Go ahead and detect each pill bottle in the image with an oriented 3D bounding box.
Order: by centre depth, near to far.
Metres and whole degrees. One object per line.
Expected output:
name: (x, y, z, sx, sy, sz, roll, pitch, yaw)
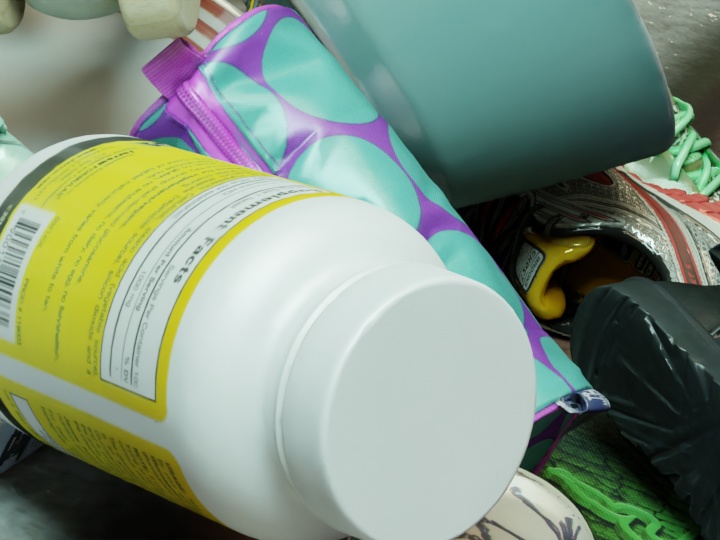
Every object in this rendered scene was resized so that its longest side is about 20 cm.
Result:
pill bottle: (-0.038, 0.024, 0.904, 0.112, 0.113, 0.200, -10, 17, -37)

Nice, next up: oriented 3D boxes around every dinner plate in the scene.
dinner plate: (-0.115, -0.066, 1.107, 0.199, 0.024, 0.201, 13, 40, -11)

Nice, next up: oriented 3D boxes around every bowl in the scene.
bowl: (0.028, -0.104, 1.114, 0.105, 0.201, 0.201, -33, 43, -5)

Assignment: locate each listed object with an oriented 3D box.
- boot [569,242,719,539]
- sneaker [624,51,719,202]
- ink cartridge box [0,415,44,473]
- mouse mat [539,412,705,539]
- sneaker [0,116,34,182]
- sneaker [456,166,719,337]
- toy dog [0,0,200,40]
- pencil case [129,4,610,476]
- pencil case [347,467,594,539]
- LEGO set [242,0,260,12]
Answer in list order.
boot: (0.191, 0.056, 1.067, 0.162, 0.074, 0.198, -12, 47, -34)
sneaker: (0.129, -0.050, 1.243, 0.199, 0.089, 0.077, 23, 30, 13)
ink cartridge box: (-0.184, 0.038, 0.977, 0.119, 0.042, 0.200, 36, 32, 14)
mouse mat: (0.140, 0.116, 1.045, 0.200, 0.008, 0.161, 31, 33, 24)
sneaker: (-0.164, -0.064, 0.975, 0.200, 0.118, 0.074, 31, 49, 3)
sneaker: (0.082, -0.024, 1.188, 0.199, 0.078, 0.082, 29, 33, 24)
toy dog: (-0.100, -0.151, 1.049, 0.131, 0.097, 0.200, -6, 19, -9)
pencil case: (0.000, 0.000, 1.020, 0.200, 0.085, 0.092, 52, 18, 14)
pencil case: (-0.002, 0.128, 0.883, 0.089, 0.078, 0.200, 16, 26, 25)
LEGO set: (-0.073, -0.160, 1.261, 0.115, 0.201, 0.154, 14, 8, -6)
